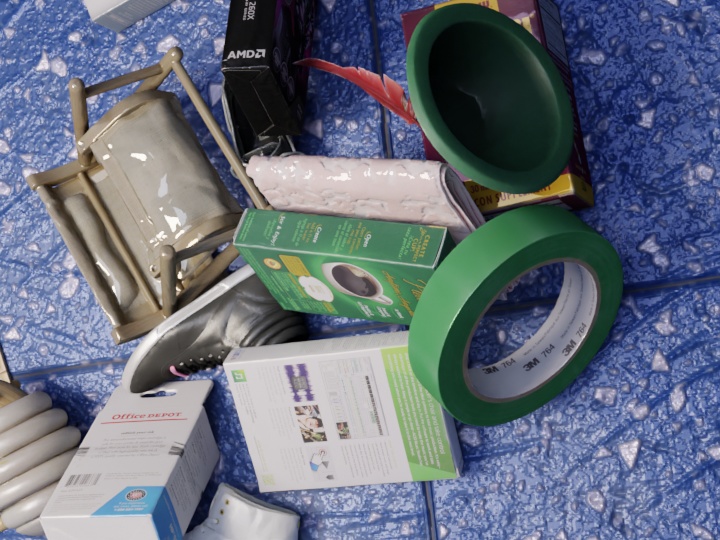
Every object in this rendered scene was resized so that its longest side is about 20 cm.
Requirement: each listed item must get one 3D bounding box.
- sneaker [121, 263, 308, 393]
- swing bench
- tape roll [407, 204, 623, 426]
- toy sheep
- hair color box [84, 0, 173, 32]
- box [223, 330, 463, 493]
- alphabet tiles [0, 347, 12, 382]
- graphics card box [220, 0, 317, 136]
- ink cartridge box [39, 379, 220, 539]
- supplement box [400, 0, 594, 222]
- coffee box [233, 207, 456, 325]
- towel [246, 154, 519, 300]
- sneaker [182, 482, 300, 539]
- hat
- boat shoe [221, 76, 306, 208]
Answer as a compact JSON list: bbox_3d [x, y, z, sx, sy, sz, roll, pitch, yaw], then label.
[{"bbox_3d":[-0.138,0.082,1.443,0.200,0.071,0.099,-37,70,8],"label":"sneaker"},{"bbox_3d":[-0.205,-0.069,1.435,0.199,0.130,0.200,59,147,12],"label":"swing bench"},{"bbox_3d":[0.135,0.040,1.287,0.201,0.200,0.048,-52,48,8],"label":"tape roll"},{"bbox_3d":[-0.333,0.195,1.473,0.138,0.138,0.200,-29,92,14],"label":"toy sheep"},{"bbox_3d":[-0.193,-0.334,1.502,0.200,0.061,0.099,-26,78,15],"label":"hair color box"},{"bbox_3d":[-0.015,0.132,1.384,0.200,0.036,0.145,-6,113,18],"label":"box"},{"bbox_3d":[-0.440,0.138,1.574,0.166,0.006,0.200,-24,79,15],"label":"alphabet tiles"},{"bbox_3d":[-0.081,-0.240,1.392,0.051,0.126,0.200,1,65,13],"label":"graphics card box"},{"bbox_3d":[-0.210,0.192,1.427,0.116,0.200,0.067,-5,122,18],"label":"ink cartridge box"},{"bbox_3d":[0.126,-0.145,1.357,0.131,0.103,0.200,-13,81,18],"label":"supplement box"},{"bbox_3d":[0.000,0.000,1.326,0.200,0.123,0.044,6,62,28],"label":"coffee box"},{"bbox_3d":[0.021,-0.037,1.327,0.200,0.191,0.032,4,57,32],"label":"towel"},{"bbox_3d":[-0.154,0.260,1.439,0.200,0.074,0.116,5,86,9],"label":"sneaker"},{"bbox_3d":[0.066,-0.125,1.299,0.176,0.165,0.200,-36,57,52],"label":"hat"},{"bbox_3d":[-0.086,-0.103,1.443,0.074,0.068,0.200,-17,80,17],"label":"boat shoe"}]
